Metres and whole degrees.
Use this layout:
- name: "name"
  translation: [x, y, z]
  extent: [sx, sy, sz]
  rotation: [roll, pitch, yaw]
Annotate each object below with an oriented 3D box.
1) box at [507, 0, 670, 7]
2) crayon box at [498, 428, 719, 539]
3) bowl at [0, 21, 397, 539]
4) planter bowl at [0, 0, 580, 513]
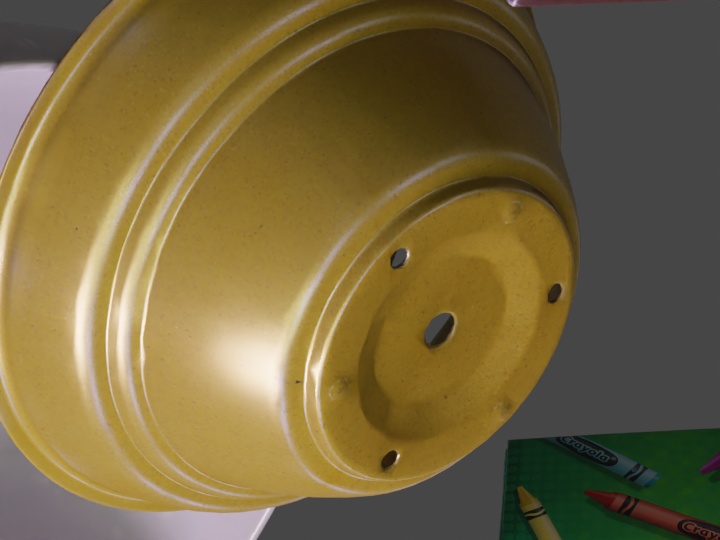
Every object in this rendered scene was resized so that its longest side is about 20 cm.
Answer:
- name: "box"
  translation: [0.098, -0.161, 0.708]
  extent: [0.100, 0.075, 0.200]
  rotation: [-7, 142, -39]
- name: "crayon box"
  translation: [0.118, 0.146, 0.984]
  extent: [0.118, 0.058, 0.200]
  rotation: [-3, 128, 9]
- name: "bowl"
  translation: [-0.098, 0.017, 0.841]
  extent: [0.199, 0.075, 0.200]
  rotation: [8, 114, -45]
- name: "planter bowl"
  translation: [0.000, 0.000, 0.795]
  extent: [0.200, 0.083, 0.201]
  rotation: [-25, 132, -30]
